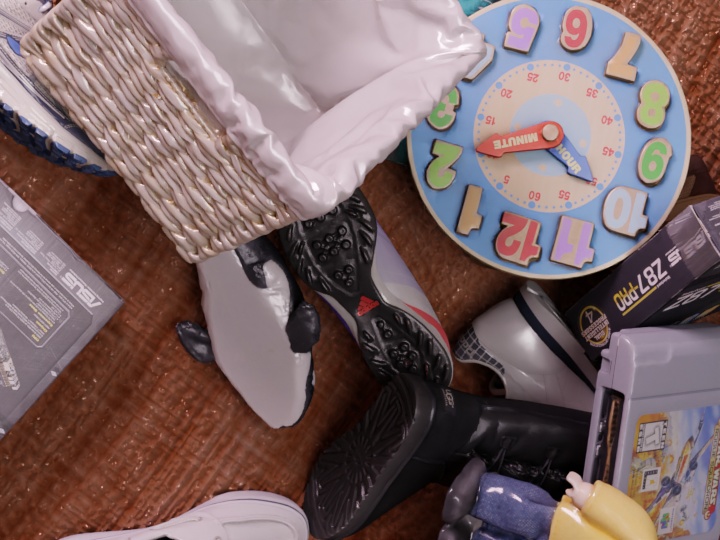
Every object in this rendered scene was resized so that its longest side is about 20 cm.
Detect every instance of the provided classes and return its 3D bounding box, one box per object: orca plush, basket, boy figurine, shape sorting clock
[{"bbox_3d":[-0.081,0.007,1.401,0.105,0.071,0.200,-30,103,31],"label":"orca plush"},{"bbox_3d":[-0.069,-0.138,1.264,0.199,0.160,0.200,52,50,-9],"label":"basket"},{"bbox_3d":[0.150,0.198,1.348,0.064,0.199,0.125,-39,147,-58],"label":"boy figurine"},{"bbox_3d":[0.131,-0.094,1.409,0.198,0.039,0.202,0,88,-1],"label":"shape sorting clock"}]

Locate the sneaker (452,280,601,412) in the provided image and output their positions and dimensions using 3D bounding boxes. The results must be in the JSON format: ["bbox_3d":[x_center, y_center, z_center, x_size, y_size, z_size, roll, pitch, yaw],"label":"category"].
[{"bbox_3d":[0.149,0.099,1.506,0.080,0.076,0.200,-37,112,5],"label":"sneaker"}]

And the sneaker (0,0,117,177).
[{"bbox_3d":[-0.215,-0.140,1.297,0.200,0.077,0.085,43,76,-24],"label":"sneaker"}]

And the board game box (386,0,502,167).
[{"bbox_3d":[0.040,-0.175,1.428,0.134,0.028,0.202,16,92,-26],"label":"board game box"}]

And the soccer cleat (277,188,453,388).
[{"bbox_3d":[0.000,0.000,1.420,0.068,0.073,0.201,-30,106,10],"label":"soccer cleat"}]

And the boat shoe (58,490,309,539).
[{"bbox_3d":[-0.121,0.204,1.396,0.199,0.065,0.074,-15,104,-21],"label":"boat shoe"}]

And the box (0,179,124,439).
[{"bbox_3d":[-0.275,0.009,1.307,0.159,0.048,0.200,-48,113,-9],"label":"box"}]

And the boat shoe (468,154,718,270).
[{"bbox_3d":[0.169,-0.048,1.493,0.198,0.072,0.073,-11,72,-11],"label":"boat shoe"}]

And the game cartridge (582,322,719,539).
[{"bbox_3d":[0.210,0.138,1.424,0.132,0.041,0.202,-2,104,-38],"label":"game cartridge"}]

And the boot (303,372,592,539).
[{"bbox_3d":[0.080,0.149,1.450,0.199,0.066,0.165,12,138,-31],"label":"boot"}]

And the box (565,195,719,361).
[{"bbox_3d":[0.264,-0.013,1.457,0.199,0.161,0.049,-18,71,-38],"label":"box"}]
